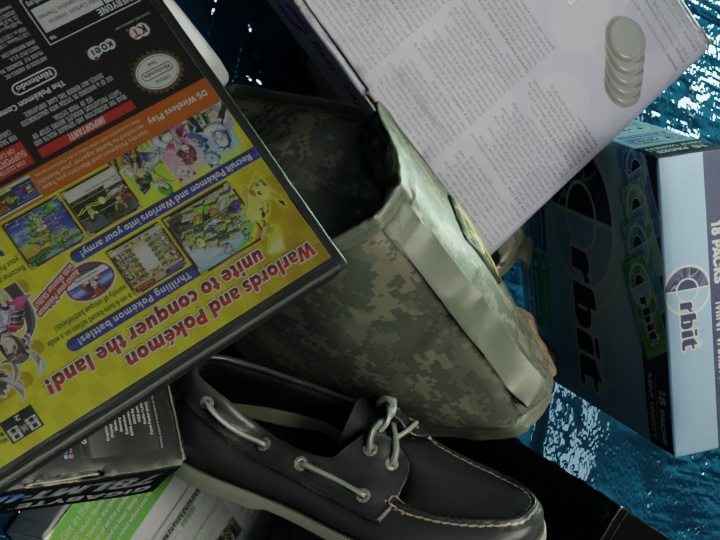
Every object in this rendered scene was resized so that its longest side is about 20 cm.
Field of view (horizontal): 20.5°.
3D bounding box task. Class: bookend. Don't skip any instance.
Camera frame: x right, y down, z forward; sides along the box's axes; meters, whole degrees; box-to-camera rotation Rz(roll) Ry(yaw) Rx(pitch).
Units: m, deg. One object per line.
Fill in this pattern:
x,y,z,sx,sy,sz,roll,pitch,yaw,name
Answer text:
0.108,0.163,1.152,0.200,0.199,0.092,35,87,-44,bookend

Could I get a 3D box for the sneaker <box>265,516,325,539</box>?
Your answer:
0.032,0.139,1.038,0.071,0.200,0.099,56,43,-42,sneaker

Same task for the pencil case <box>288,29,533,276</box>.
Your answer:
0.032,-0.080,1.146,0.078,0.089,0.200,-53,128,-40,pencil case

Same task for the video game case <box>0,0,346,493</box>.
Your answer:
-0.130,-0.027,0.844,0.200,0.026,0.181,-33,86,-33,video game case

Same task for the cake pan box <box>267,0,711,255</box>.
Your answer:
0.068,-0.138,1.069,0.184,0.052,0.200,-45,114,-15,cake pan box

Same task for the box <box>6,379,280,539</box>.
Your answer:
-0.087,0.148,1.070,0.144,0.036,0.200,-55,130,-30,box

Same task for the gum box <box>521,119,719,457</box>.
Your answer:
0.150,-0.002,1.163,0.044,0.200,0.170,-10,106,-18,gum box

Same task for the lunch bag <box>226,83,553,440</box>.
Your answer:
0.000,0.000,1.026,0.118,0.200,0.164,-51,127,-20,lunch bag

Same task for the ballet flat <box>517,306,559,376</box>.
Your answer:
0.082,0.044,1.171,0.068,0.200,0.067,-20,87,-3,ballet flat

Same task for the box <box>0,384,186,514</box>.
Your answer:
-0.191,0.007,0.842,0.198,0.050,0.200,-7,73,-26,box

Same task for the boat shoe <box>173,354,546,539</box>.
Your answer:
-0.002,0.093,0.988,0.073,0.200,0.063,-57,159,-57,boat shoe

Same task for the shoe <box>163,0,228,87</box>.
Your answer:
-0.157,-0.134,0.947,0.091,0.071,0.200,-43,109,-11,shoe
